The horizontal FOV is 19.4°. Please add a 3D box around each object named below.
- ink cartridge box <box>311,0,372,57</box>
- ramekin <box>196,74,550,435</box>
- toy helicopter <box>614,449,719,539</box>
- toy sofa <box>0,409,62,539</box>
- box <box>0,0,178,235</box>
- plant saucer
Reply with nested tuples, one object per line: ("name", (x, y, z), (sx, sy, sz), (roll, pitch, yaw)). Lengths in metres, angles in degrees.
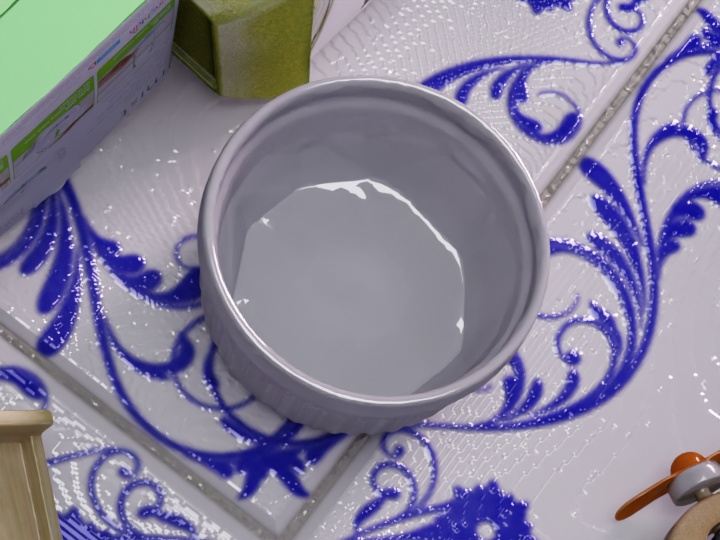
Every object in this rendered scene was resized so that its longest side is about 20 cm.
("ink cartridge box", (-0.020, -0.246, 1.304), (0.145, 0.084, 0.200), (41, 59, 6))
("ramekin", (0.000, 0.000, 1.203), (0.199, 0.105, 0.201), (5, 66, -11))
("toy helicopter", (0.239, 0.137, 1.231), (0.132, 0.079, 0.200), (37, 54, 14))
("toy sofa", (-0.200, 0.179, 1.107), (0.083, 0.098, 0.201), (1, 65, -39))
("box", (-0.198, -0.100, 1.144), (0.097, 0.176, 0.200), (44, 76, 3))
("plant saucer", (-0.116, -0.181, 1.208), (0.200, 0.200, 0.048), (42, 79, 7))
